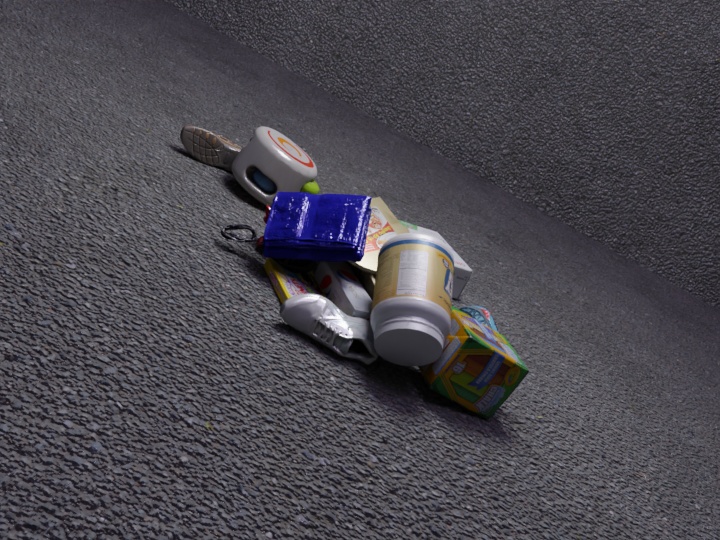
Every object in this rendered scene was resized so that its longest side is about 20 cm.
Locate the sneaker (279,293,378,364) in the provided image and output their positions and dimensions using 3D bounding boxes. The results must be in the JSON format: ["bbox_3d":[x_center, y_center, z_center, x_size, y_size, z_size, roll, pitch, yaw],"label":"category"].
[{"bbox_3d":[-0.048,0.102,1.466,0.197,0.071,0.081,23,22,-19],"label":"sneaker"}]

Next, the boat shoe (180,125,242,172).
[{"bbox_3d":[-0.352,-0.294,2.041,0.198,0.076,0.072,28,12,-32],"label":"boat shoe"}]

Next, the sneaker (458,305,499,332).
[{"bbox_3d":[0.243,0.133,1.788,0.094,0.080,0.201,15,23,-30],"label":"sneaker"}]

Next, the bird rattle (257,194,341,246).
[{"bbox_3d":[-0.113,-0.071,1.750,0.163,0.196,0.115,60,17,-69],"label":"bird rattle"}]

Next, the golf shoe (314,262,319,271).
[{"bbox_3d":[0.000,0.000,1.765,0.197,0.078,0.089,-2,53,-30],"label":"golf shoe"}]

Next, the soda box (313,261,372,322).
[{"bbox_3d":[-0.031,0.055,1.609,0.063,0.069,0.201,15,23,-30],"label":"soda box"}]

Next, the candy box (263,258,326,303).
[{"bbox_3d":[-0.112,0.044,1.587,0.101,0.027,0.201,14,24,-29],"label":"candy box"}]

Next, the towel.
[{"bbox_3d":[-0.083,-0.089,1.601,0.196,0.050,0.150,3,61,10],"label":"towel"}]

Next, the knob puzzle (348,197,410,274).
[{"bbox_3d":[0.020,-0.054,1.669,0.216,0.031,0.222,16,43,-15],"label":"knob puzzle"}]

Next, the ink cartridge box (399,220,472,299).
[{"bbox_3d":[0.163,-0.029,2.070,0.143,0.089,0.200,15,21,-33],"label":"ink cartridge box"}]

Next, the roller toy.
[{"bbox_3d":[-0.207,-0.235,1.981,0.181,0.140,0.201,24,22,-45],"label":"roller toy"}]

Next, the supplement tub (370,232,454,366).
[{"bbox_3d":[0.093,0.051,1.496,0.143,0.145,0.203,22,53,-19],"label":"supplement tub"}]

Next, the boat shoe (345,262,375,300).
[{"bbox_3d":[0.025,0.017,1.658,0.066,0.073,0.202,3,39,-25],"label":"boat shoe"}]

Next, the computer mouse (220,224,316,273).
[{"bbox_3d":[-0.180,-0.041,1.637,0.197,0.034,0.059,23,53,4],"label":"computer mouse"}]

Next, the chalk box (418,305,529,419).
[{"bbox_3d":[0.215,0.176,1.545,0.198,0.126,0.124,29,16,-26],"label":"chalk box"}]
